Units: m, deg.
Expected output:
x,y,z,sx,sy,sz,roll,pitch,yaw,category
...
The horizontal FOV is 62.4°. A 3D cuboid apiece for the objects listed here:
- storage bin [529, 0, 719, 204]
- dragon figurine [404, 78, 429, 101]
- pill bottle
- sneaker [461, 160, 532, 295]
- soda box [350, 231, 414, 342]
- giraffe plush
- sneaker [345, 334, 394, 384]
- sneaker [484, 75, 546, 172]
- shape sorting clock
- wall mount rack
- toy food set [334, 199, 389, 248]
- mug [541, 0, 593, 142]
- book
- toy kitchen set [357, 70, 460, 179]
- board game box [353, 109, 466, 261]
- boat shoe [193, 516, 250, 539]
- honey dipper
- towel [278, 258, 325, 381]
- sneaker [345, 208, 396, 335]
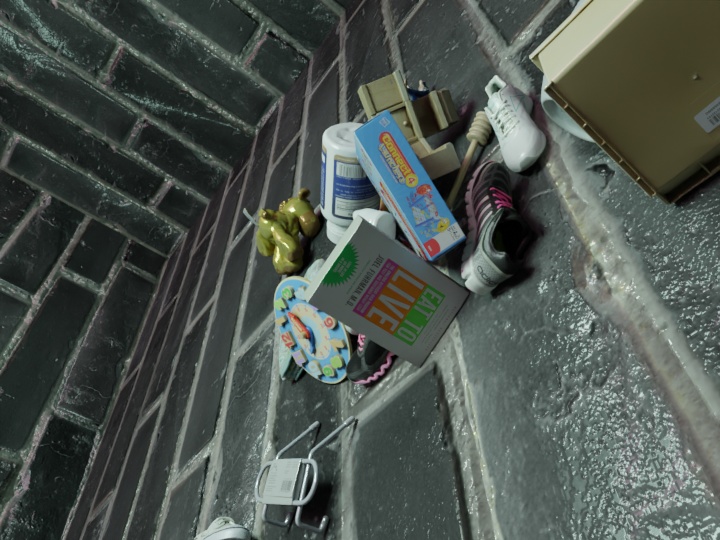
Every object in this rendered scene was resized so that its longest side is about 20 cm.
x,y,z,sx,sy,sz,roll,pitch,yaw,category
0.308,-0.200,0.569,0.200,0.198,0.094,-43,20,32,storage bin
0.119,-0.343,1.278,0.059,0.099,0.203,-35,52,38,dragon figurine
-0.016,-0.148,1.061,0.112,0.109,0.202,-94,7,-53,pill bottle
0.191,-0.068,0.804,0.087,0.073,0.203,-26,45,51,sneaker
0.017,0.025,1.039,0.201,0.070,0.064,-52,28,18,soda box
-0.175,-0.113,1.509,0.162,0.201,0.172,-38,9,-29,giraffe plush
0.025,0.088,0.923,0.201,0.095,0.079,-53,26,18,sneaker
0.225,-0.224,0.908,0.070,0.080,0.202,-40,31,33,sneaker
-0.088,0.106,1.036,0.039,0.202,0.199,-28,5,-34,shape sorting clock
-0.086,0.307,0.924,0.199,0.074,0.176,-25,44,52,wall mount rack
0.003,-0.053,1.186,0.200,0.048,0.199,-47,27,26,toy food set
0.303,-0.248,0.722,0.176,0.147,0.200,-55,-9,4,mug
0.039,0.031,0.829,0.134,0.199,0.048,-55,23,10,book
0.115,-0.262,1.028,0.161,0.203,0.180,-23,6,-6,toy kitchen set
0.066,-0.112,0.867,0.055,0.202,0.196,-32,0,1,board game box
-0.251,0.475,1.060,0.200,0.070,0.071,-47,28,41,boat shoe
0.174,-0.172,1.002,0.038,0.038,0.202,6,69,64,honey dipper
-0.116,0.100,1.196,0.172,0.048,0.201,-96,29,-53,towel
0.000,0.000,0.969,0.088,0.075,0.203,17,96,43,sneaker
